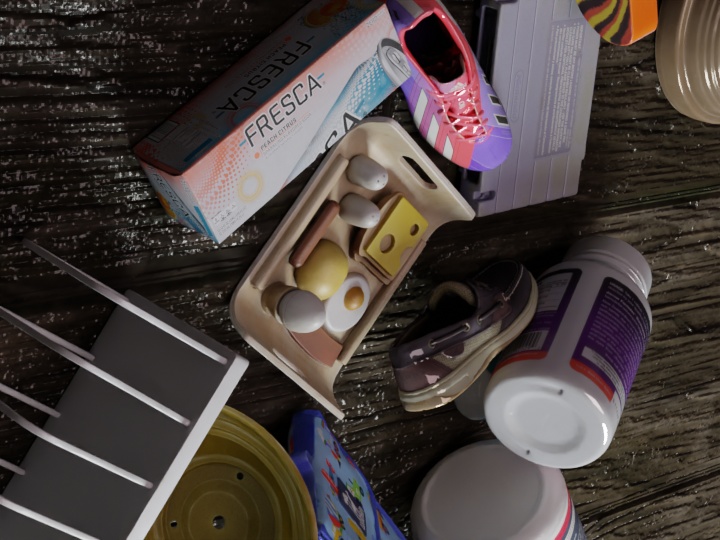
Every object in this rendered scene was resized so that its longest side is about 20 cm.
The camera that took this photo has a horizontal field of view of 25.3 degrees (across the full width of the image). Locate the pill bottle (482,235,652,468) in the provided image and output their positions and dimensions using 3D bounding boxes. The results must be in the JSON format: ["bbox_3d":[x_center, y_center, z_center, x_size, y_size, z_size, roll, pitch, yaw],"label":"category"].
[{"bbox_3d":[0.185,0.062,1.370,0.200,0.111,0.112,-59,144,-44],"label":"pill bottle"}]

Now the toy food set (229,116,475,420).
[{"bbox_3d":[0.000,0.000,1.233,0.200,0.060,0.143,-55,136,-8],"label":"toy food set"}]

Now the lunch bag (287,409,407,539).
[{"bbox_3d":[-0.022,0.216,1.251,0.094,0.151,0.200,-17,122,8],"label":"lunch bag"}]

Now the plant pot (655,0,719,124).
[{"bbox_3d":[0.366,-0.223,1.459,0.200,0.093,0.201,-20,122,-35],"label":"plant pot"}]

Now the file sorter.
[{"bbox_3d":[-0.199,0.098,1.034,0.124,0.139,0.200,36,83,-43],"label":"file sorter"}]

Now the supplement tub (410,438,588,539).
[{"bbox_3d":[0.136,0.260,1.430,0.140,0.140,0.200,-43,133,-20],"label":"supplement tub"}]

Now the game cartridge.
[{"bbox_3d":[0.141,-0.151,1.320,0.129,0.038,0.201,-16,119,-43],"label":"game cartridge"}]

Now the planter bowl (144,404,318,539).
[{"bbox_3d":[-0.114,0.186,1.154,0.083,0.200,0.201,-5,116,-75],"label":"planter bowl"}]

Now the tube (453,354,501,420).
[{"bbox_3d":[0.164,0.096,1.453,0.200,0.050,0.078,-7,112,-47],"label":"tube"}]

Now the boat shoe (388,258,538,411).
[{"bbox_3d":[0.084,0.037,1.304,0.200,0.072,0.065,-45,120,-45],"label":"boat shoe"}]

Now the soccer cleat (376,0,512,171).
[{"bbox_3d":[0.066,-0.137,1.207,0.068,0.073,0.200,-37,129,-2],"label":"soccer cleat"}]

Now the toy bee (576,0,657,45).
[{"bbox_3d":[0.193,-0.284,1.254,0.131,0.109,0.201,-6,118,-48],"label":"toy bee"}]

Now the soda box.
[{"bbox_3d":[-0.059,-0.111,1.122,0.200,0.064,0.068,-43,133,-20],"label":"soda box"}]
